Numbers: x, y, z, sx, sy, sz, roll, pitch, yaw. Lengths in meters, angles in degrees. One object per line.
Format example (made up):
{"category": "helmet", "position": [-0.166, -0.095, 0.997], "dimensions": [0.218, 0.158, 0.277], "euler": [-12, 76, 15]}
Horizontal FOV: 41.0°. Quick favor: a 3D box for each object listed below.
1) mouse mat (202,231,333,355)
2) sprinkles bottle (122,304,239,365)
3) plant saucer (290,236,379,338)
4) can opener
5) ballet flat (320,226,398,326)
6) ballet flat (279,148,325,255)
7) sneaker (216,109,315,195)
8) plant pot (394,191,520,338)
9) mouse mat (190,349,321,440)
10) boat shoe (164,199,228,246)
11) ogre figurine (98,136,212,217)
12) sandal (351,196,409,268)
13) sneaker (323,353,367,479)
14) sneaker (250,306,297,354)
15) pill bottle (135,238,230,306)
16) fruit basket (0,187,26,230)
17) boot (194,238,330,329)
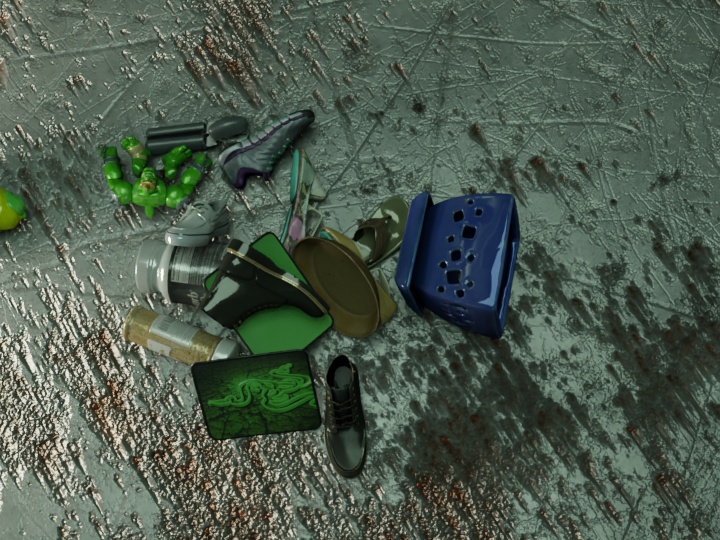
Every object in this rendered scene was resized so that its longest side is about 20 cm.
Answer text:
{"category": "mouse mat", "position": [-0.152, 0.055, 1.623], "dimensions": [0.161, 0.008, 0.201], "euler": [-38, 98, -26]}
{"category": "sprinkles bottle", "position": [-0.311, 0.124, 1.674], "dimensions": [0.198, 0.068, 0.069], "euler": [20, 77, 10]}
{"category": "plant saucer", "position": [-0.035, 0.022, 1.631], "dimensions": [0.200, 0.201, 0.035], "euler": [41, 55, 13]}
{"category": "can opener", "position": [-0.303, -0.258, 1.775], "dimensions": [0.197, 0.067, 0.054], "euler": [-6, 62, 2]}
{"category": "ballet flat", "position": [0.000, 0.000, 1.665], "dimensions": [0.063, 0.068, 0.201], "euler": [-35, 105, -21]}
{"category": "ballet flat", "position": [-0.101, -0.116, 1.731], "dimensions": [0.070, 0.069, 0.202], "euler": [11, 79, -12]}
{"category": "sneaker", "position": [-0.160, -0.216, 1.763], "dimensions": [0.199, 0.074, 0.088], "euler": [-28, 87, 6]}
{"category": "plant pot", "position": [0.163, -0.014, 1.616], "dimensions": [0.178, 0.200, 0.202], "euler": [9, 75, 14]}
{"category": "mouse mat", "position": [-0.173, 0.210, 1.606], "dimensions": [0.197, 0.008, 0.163], "euler": [-8, 118, 4]}
{"category": "boat shoe", "position": [-0.282, -0.087, 1.660], "dimensions": [0.073, 0.200, 0.068], "euler": [7, 102, 8]}
{"category": "ogre figurine", "position": [-0.375, -0.169, 1.748], "dimensions": [0.198, 0.098, 0.121], "euler": [13, 59, -23]}
{"category": "sandal", "position": [0.017, -0.049, 1.702], "dimensions": [0.080, 0.057, 0.201], "euler": [43, 82, 13]}
{"category": "sneaker", "position": [-0.032, 0.242, 1.601], "dimensions": [0.074, 0.106, 0.202], "euler": [-7, 74, 2]}
{"category": "sneaker", "position": [-0.151, 0.105, 1.651], "dimensions": [0.079, 0.075, 0.202], "euler": [-3, 70, -33]}
{"category": "pill bottle", "position": [-0.282, 0.004, 1.680], "dimensions": [0.197, 0.116, 0.118], "euler": [7, 75, 6]}
{"category": "fruit basket", "position": [-0.721, -0.116, 1.738], "dimensions": [0.213, 0.155, 0.218], "euler": [-6, 73, 21]}
{"category": "boot", "position": [-0.162, 0.058, 1.586], "dimensions": [0.199, 0.077, 0.139], "euler": [33, 81, -14]}
